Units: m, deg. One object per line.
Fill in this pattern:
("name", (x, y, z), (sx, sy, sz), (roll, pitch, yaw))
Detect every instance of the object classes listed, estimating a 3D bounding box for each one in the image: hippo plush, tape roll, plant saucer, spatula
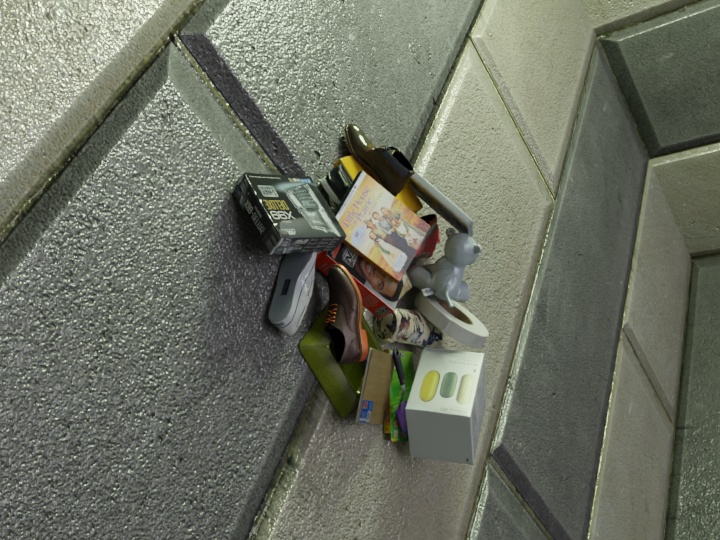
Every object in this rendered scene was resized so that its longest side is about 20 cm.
("hippo plush", (0.203, -0.021, 1.859), (0.199, 0.156, 0.164), (-2, 115, -69))
("tape roll", (0.220, 0.114, 1.885), (0.201, 0.203, 0.037), (16, 112, -49))
("plant saucer", (-0.024, 0.171, 1.654), (0.202, 0.047, 0.201), (61, 42, -23))
("spatula", (0.093, 0.268, 1.750), (0.056, 0.020, 0.205), (-33, 121, -51))

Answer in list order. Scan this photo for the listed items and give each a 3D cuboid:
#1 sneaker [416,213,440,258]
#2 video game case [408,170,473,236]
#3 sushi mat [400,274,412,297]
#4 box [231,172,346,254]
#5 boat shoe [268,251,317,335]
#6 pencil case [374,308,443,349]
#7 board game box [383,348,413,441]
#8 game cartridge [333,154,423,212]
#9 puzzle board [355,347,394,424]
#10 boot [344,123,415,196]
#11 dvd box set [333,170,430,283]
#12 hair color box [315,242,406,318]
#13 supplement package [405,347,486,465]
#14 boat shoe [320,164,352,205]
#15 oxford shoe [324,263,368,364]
("sneaker", (0.152, -0.060, 1.917), (0.200, 0.072, 0.088), (-49, 120, -46))
("video game case", (0.192, -0.160, 1.872), (0.199, 0.022, 0.182), (43, 0, 12))
("sushi mat", (0.064, -0.033, 1.786), (0.095, 0.012, 0.204), (-40, 115, -49))
("box", (-0.136, -0.111, 1.518), (0.198, 0.050, 0.160), (-4, 56, -52))
("boat shoe", (-0.127, 0.032, 1.546), (0.066, 0.072, 0.204), (52, 50, -46))
("pencil case", (0.111, 0.138, 1.813), (0.198, 0.077, 0.091), (16, 52, -50))
("board game box", (0.088, 0.288, 1.790), (0.094, 0.029, 0.206), (13, 69, -50))
("game cartridge", (0.045, -0.193, 1.798), (0.199, 0.032, 0.179), (-24, 80, -53))
("puzzle board", (0.031, 0.249, 1.658), (0.200, 0.017, 0.155), (32, 69, -70))
("boot", (0.045, -0.265, 1.749), (0.074, 0.096, 0.203), (-25, 80, -52))
("dvd box set", (0.039, -0.091, 1.647), (0.199, 0.029, 0.148), (37, 75, -18))
("hair color box", (0.000, 0.000, 1.672), (0.199, 0.061, 0.103), (39, 51, -20))
("supplement package", (0.198, 0.304, 1.770), (0.202, 0.148, 0.154), (-65, 153, -50))
("boat shoe", (-0.005, -0.136, 1.679), (0.201, 0.060, 0.076), (50, 15, -4))
("oxford shoe", (-0.039, 0.087, 1.571), (0.071, 0.071, 0.205), (-7, 79, -42))
